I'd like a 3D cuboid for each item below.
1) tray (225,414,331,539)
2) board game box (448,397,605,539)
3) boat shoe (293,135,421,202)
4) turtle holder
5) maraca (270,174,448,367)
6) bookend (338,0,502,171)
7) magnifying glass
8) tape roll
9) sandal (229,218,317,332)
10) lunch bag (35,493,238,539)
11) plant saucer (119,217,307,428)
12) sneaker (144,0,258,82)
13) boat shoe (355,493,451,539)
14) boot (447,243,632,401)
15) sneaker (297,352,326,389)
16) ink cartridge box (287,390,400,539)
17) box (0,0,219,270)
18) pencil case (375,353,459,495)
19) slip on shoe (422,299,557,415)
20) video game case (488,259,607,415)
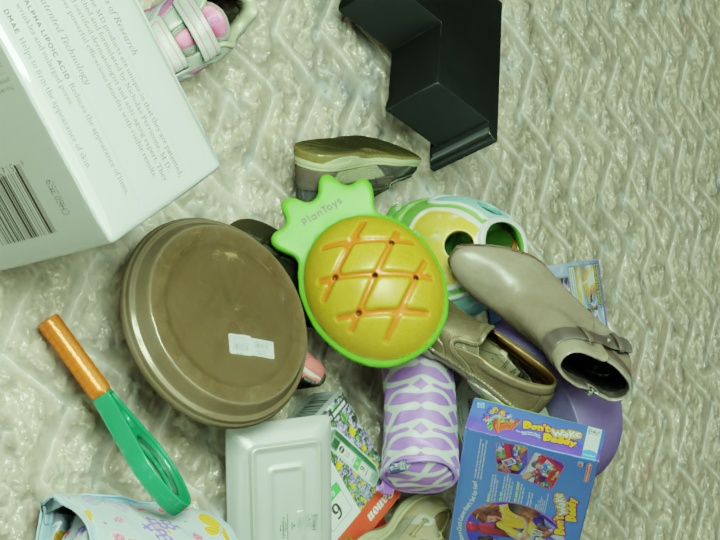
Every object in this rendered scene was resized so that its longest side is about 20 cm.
[{"bbox_3d":[-0.072,0.240,1.249,0.107,0.022,0.201,-4,98,-26],"label":"tray"},{"bbox_3d":[0.166,0.230,1.359,0.045,0.134,0.200,-64,164,-47],"label":"board game box"},{"bbox_3d":[-0.008,-0.102,1.394,0.201,0.072,0.066,-9,119,-58],"label":"boat shoe"},{"bbox_3d":[0.094,-0.025,1.431,0.185,0.131,0.141,37,59,-35],"label":"turtle holder"},{"bbox_3d":[0.000,0.000,1.279,0.137,0.107,0.200,-32,78,-13],"label":"maraca"},{"bbox_3d":[0.054,-0.247,1.427,0.198,0.092,0.201,30,51,-36],"label":"bookend"},{"bbox_3d":[-0.210,0.124,1.137,0.022,0.080,0.200,-34,91,1],"label":"magnifying glass"},{"bbox_3d":[0.176,0.153,1.436,0.085,0.200,0.201,-21,98,-45],"label":"tape roll"},{"bbox_3d":[-0.063,0.023,1.327,0.200,0.055,0.082,32,55,-21],"label":"sandal"},{"bbox_3d":[-0.180,0.285,1.108,0.169,0.127,0.200,16,44,-44],"label":"lunch bag"},{"bbox_3d":[-0.123,0.042,1.192,0.200,0.029,0.201,21,57,-35],"label":"plant saucer"},{"bbox_3d":[-0.170,-0.218,1.229,0.200,0.088,0.081,-50,118,-37],"label":"sneaker"},{"bbox_3d":[0.050,0.282,1.342,0.200,0.065,0.072,-16,124,-61],"label":"boat shoe"},{"bbox_3d":[0.185,0.053,1.320,0.199,0.070,0.146,24,22,-19],"label":"boot"},{"bbox_3d":[-0.101,0.052,1.264,0.200,0.074,0.087,31,61,-37],"label":"sneaker"},{"bbox_3d":[-0.017,0.233,1.334,0.109,0.050,0.200,-45,114,-40],"label":"ink cartridge box"},{"bbox_3d":[-0.252,-0.122,1.051,0.131,0.199,0.200,-41,111,-42],"label":"box"},{"bbox_3d":[0.056,0.134,1.359,0.084,0.085,0.201,38,40,-39],"label":"pencil case"},{"bbox_3d":[0.110,0.071,1.335,0.200,0.061,0.076,43,45,4],"label":"slip on shoe"},{"bbox_3d":[0.234,0.093,1.613,0.181,0.045,0.201,-6,88,-44],"label":"video game case"}]
